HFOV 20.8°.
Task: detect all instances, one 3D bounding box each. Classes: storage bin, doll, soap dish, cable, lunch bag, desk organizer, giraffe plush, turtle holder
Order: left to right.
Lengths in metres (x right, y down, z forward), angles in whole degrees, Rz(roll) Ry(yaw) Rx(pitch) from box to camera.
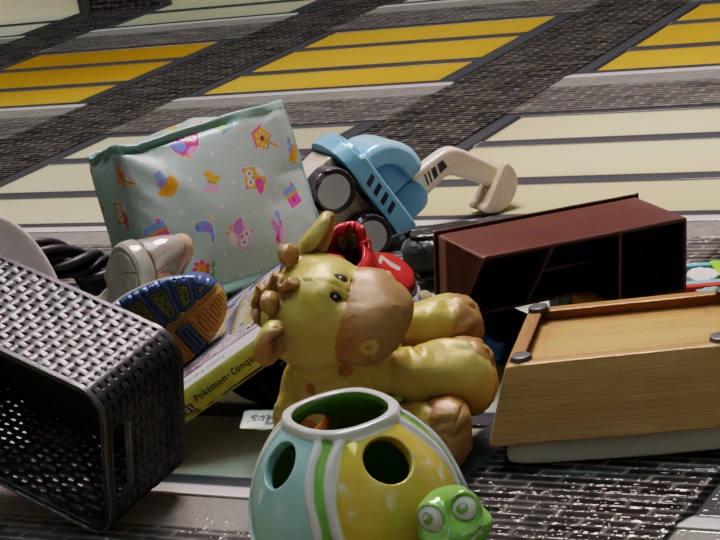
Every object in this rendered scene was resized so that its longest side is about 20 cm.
[{"bbox_3d":[-0.307,0.021,1.779,0.163,0.051,0.200,-30,-30,36],"label":"cable"},{"bbox_3d":[-0.236,0.088,1.458,0.200,0.135,0.094,22,40,25],"label":"storage bin"},{"bbox_3d":[-0.137,-0.062,1.862,0.200,0.171,0.122,-19,4,-28],"label":"lunch bag"},{"bbox_3d":[-0.010,0.048,1.420,0.200,0.162,0.173,-14,46,3],"label":"giraffe plush"},{"bbox_3d":[0.001,0.152,1.207,0.141,0.132,0.186,-11,16,-4],"label":"turtle holder"},{"bbox_3d":[0.106,0.050,1.637,0.136,0.049,0.200,-9,13,-37],"label":"doll"},{"bbox_3d":[0.165,-0.006,1.607,0.200,0.072,0.077,-11,20,-25],"label":"desk organizer"},{"bbox_3d":[0.201,0.074,1.444,0.200,0.081,0.157,-7,17,16],"label":"soap dish"}]

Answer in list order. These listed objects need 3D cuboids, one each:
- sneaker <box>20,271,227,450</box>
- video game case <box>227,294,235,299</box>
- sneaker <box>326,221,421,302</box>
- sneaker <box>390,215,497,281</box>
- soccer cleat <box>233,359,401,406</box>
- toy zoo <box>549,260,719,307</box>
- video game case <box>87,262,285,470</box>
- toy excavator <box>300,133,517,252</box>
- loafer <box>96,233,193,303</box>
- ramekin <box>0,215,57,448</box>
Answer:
[{"bbox_3d":[-0.194,0.061,1.597,0.200,0.075,0.088,-35,12,9],"label":"sneaker"},{"bbox_3d":[-0.159,0.055,1.834,0.200,0.023,0.182,-8,16,10],"label":"video game case"},{"bbox_3d":[0.000,0.000,1.613,0.077,0.085,0.200,-3,9,15],"label":"sneaker"},{"bbox_3d":[0.089,-0.014,1.859,0.104,0.060,0.200,-10,11,-4],"label":"sneaker"},{"bbox_3d":[-0.040,0.077,1.581,0.200,0.068,0.081,3,-8,35],"label":"soccer cleat"},{"bbox_3d":[0.258,0.022,1.657,0.200,0.020,0.131,-5,16,-4],"label":"toy zoo"},{"bbox_3d":[-0.132,0.076,1.601,0.181,0.026,0.200,-36,13,11],"label":"video game case"},{"bbox_3d":[0.047,-0.093,2.042,0.200,0.195,0.100,-43,24,-10],"label":"toy excavator"},{"bbox_3d":[-0.189,0.032,1.677,0.063,0.072,0.200,-22,-19,-29],"label":"loafer"},{"bbox_3d":[-0.334,0.058,1.632,0.098,0.201,0.200,-12,14,25],"label":"ramekin"}]
